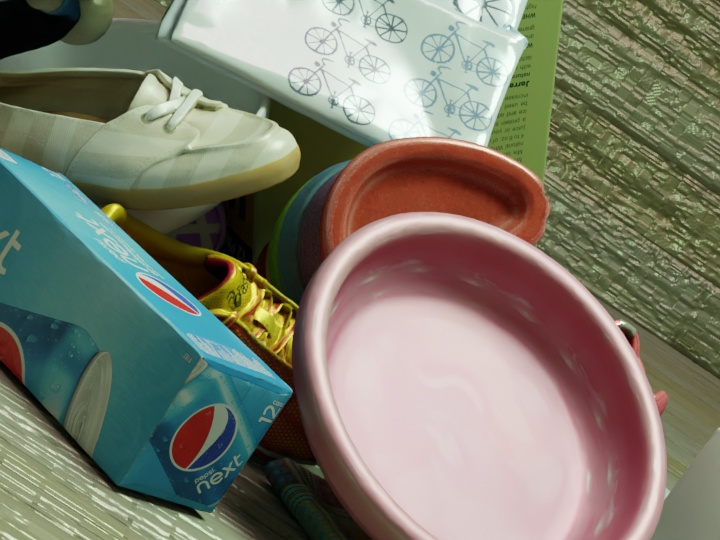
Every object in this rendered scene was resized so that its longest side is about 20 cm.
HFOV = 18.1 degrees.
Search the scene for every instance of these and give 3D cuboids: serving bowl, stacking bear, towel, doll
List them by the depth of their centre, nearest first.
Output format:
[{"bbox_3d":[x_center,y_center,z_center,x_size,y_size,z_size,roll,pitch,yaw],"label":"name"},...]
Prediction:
[{"bbox_3d":[0.045,0.158,1.040,0.146,0.022,0.200,31,8,-31],"label":"towel"},{"bbox_3d":[-0.212,-0.124,1.192,0.136,0.049,0.200,-13,8,46],"label":"doll"},{"bbox_3d":[0.000,0.000,1.213,0.113,0.122,0.200,27,-17,-14],"label":"stacking bear"},{"bbox_3d":[-0.146,-0.065,1.218,0.199,0.066,0.200,-1,31,1],"label":"serving bowl"}]

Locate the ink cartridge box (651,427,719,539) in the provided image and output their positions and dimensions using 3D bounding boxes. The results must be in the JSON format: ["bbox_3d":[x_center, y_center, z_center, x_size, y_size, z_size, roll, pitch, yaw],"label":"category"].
[{"bbox_3d":[0.231,0.202,1.093,0.200,0.145,0.147,30,9,-23],"label":"ink cartridge box"}]

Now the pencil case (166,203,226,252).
[{"bbox_3d":[-0.148,-0.061,1.355,0.086,0.084,0.200,48,-2,-36],"label":"pencil case"}]

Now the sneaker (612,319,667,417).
[{"bbox_3d":[0.119,0.057,1.221,0.074,0.087,0.200,28,15,-24],"label":"sneaker"}]

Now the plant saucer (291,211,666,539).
[{"bbox_3d":[0.050,0.069,1.054,0.200,0.051,0.201,18,50,-24],"label":"plant saucer"}]

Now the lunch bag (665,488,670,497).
[{"bbox_3d":[0.134,0.156,1.252,0.200,0.076,0.160,34,12,7],"label":"lunch bag"}]

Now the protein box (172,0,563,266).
[{"bbox_3d":[-0.001,-0.107,1.359,0.198,0.201,0.135,-11,31,-24],"label":"protein box"}]

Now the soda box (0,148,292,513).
[{"bbox_3d":[-0.122,0.021,1.002,0.064,0.068,0.200,25,12,-49],"label":"soda box"}]

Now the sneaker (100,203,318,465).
[{"bbox_3d":[-0.057,0.037,1.103,0.199,0.077,0.073,25,54,-15],"label":"sneaker"}]

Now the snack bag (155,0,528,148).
[{"bbox_3d":[0.008,-0.160,1.237,0.188,0.200,0.021,26,-30,-7],"label":"snack bag"}]

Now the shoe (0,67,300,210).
[{"bbox_3d":[-0.128,-0.070,1.108,0.199,0.054,0.070,4,29,11],"label":"shoe"}]
